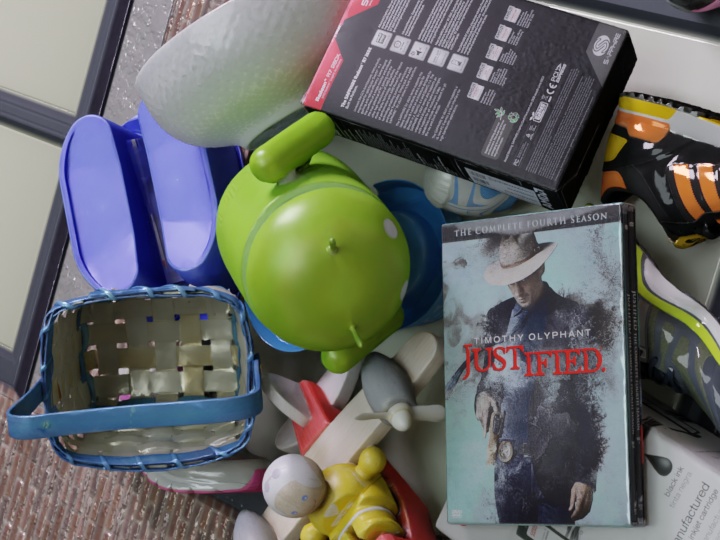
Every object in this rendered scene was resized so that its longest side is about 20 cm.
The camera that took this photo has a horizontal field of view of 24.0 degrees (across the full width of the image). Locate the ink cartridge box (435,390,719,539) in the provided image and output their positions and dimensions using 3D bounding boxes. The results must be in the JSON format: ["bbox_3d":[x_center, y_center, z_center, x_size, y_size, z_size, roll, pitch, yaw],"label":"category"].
[{"bbox_3d":[0.164,0.158,1.106,0.200,0.084,0.147,32,105,36],"label":"ink cartridge box"}]

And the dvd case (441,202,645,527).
[{"bbox_3d":[0.114,0.063,1.089,0.146,0.022,0.201,-5,81,40],"label":"dvd case"}]

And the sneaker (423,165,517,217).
[{"bbox_3d":[0.082,-0.132,1.232,0.072,0.072,0.201,140,136,-60],"label":"sneaker"}]

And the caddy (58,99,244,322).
[{"bbox_3d":[-0.161,-0.050,1.386,0.141,0.105,0.201,-18,70,12],"label":"caddy"}]

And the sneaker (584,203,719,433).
[{"bbox_3d":[0.179,0.046,1.102,0.081,0.074,0.200,-35,51,-6],"label":"sneaker"}]

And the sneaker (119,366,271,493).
[{"bbox_3d":[-0.145,0.120,1.363,0.200,0.081,0.089,22,100,38],"label":"sneaker"}]

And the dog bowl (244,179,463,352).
[{"bbox_3d":[0.000,0.000,1.282,0.199,0.049,0.112,-14,76,36],"label":"dog bowl"}]

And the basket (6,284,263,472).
[{"bbox_3d":[-0.151,0.080,1.235,0.175,0.200,0.140,-3,98,3],"label":"basket"}]

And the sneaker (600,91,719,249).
[{"bbox_3d":[0.238,-0.048,1.089,0.200,0.070,0.090,29,108,42],"label":"sneaker"}]

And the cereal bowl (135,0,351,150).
[{"bbox_3d":[-0.063,-0.149,1.269,0.200,0.200,0.084,-31,86,32],"label":"cereal bowl"}]

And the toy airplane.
[{"bbox_3d":[-0.021,0.144,1.221,0.198,0.141,0.201,-2,82,39],"label":"toy airplane"}]

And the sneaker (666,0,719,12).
[{"bbox_3d":[0.241,-0.264,1.093,0.079,0.095,0.201,38,109,34],"label":"sneaker"}]

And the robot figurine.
[{"bbox_3d":[-0.034,-0.016,1.173,0.200,0.115,0.176,-129,19,-66],"label":"robot figurine"}]

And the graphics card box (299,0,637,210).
[{"bbox_3d":[0.074,-0.130,1.160,0.199,0.051,0.126,20,77,24],"label":"graphics card box"}]
